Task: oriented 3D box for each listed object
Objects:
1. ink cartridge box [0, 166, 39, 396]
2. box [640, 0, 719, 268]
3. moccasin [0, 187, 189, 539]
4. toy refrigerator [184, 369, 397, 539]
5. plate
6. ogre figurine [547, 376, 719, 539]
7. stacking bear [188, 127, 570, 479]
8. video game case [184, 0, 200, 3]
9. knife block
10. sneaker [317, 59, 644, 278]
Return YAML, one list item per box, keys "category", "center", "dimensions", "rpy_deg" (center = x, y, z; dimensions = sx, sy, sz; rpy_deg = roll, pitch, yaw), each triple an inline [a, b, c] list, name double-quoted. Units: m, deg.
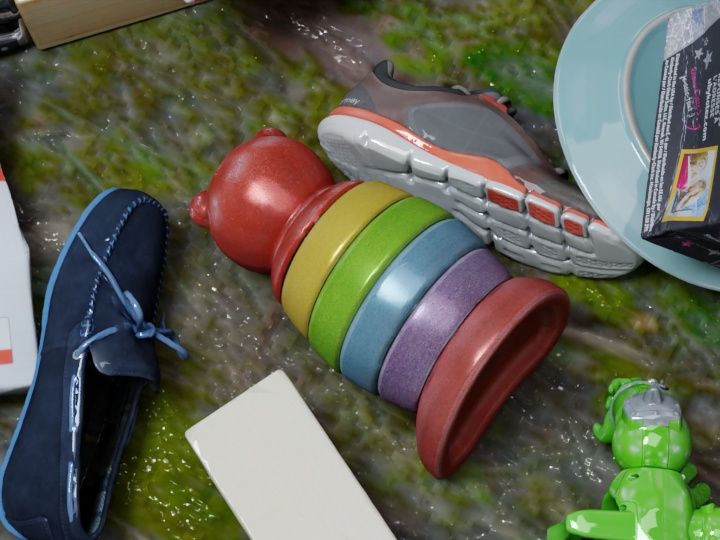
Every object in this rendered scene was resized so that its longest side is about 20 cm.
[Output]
- category: "ink cartridge box"
  center: [-0.265, -0.025, 1.003]
  dimensions: [0.161, 0.050, 0.201]
  rpy_deg: [-5, 88, -24]
- category: "box"
  center: [0.261, -0.057, 0.951]
  dimensions: [0.199, 0.115, 0.133]
  rpy_deg: [19, 74, -31]
- category: "moccasin"
  center: [-0.134, 0.055, 1.006]
  dimensions: [0.068, 0.080, 0.201]
  rpy_deg: [7, 82, 38]
- category: "toy refrigerator"
  center: [-0.013, 0.159, 0.966]
  dimensions: [0.070, 0.076, 0.200]
  rpy_deg: [-33, 73, -8]
- category: "plate"
  center: [0.204, -0.084, 1.028]
  dimensions: [0.199, 0.026, 0.201]
  rpy_deg: [7, 66, -17]
- category: "ogre figurine"
  center: [0.144, 0.145, 0.939]
  dimensions: [0.098, 0.120, 0.201]
  rpy_deg: [20, 74, 9]
- category: "stacking bear"
  center: [0.000, 0.000, 1.006]
  dimensions: [0.200, 0.114, 0.122]
  rpy_deg: [36, 77, 18]
- category: "video game case"
  center: [-0.058, -0.221, 1.063]
  dimensions: [0.199, 0.017, 0.143]
  rpy_deg: [-21, 57, -38]
- category: "knife block"
  center: [-0.173, -0.171, 1.093]
  dimensions: [0.199, 0.064, 0.176]
  rpy_deg: [26, 75, 11]
- category: "sneaker"
  center: [0.078, -0.066, 1.040]
  dimensions: [0.199, 0.077, 0.082]
  rpy_deg: [26, 67, 10]
